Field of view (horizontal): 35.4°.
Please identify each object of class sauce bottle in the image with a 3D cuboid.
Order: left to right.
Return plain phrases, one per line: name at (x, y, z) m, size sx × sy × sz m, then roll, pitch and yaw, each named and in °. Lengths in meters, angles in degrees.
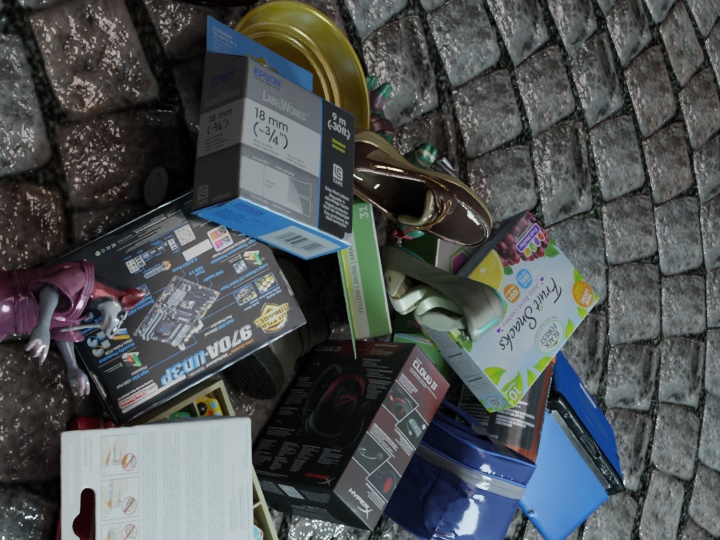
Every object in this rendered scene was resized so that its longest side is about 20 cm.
sauce bottle at (-0.122, -0.062, 1.125) m, size 0.200 × 0.065 × 0.065 m, roll 13°, pitch 79°, yaw -41°

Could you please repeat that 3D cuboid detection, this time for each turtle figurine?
turtle figurine at (0.047, -0.111, 1.235) m, size 0.101 × 0.150 × 0.200 m, roll -27°, pitch 83°, yaw -2°

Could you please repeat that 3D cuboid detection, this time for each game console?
game console at (0.257, 0.231, 1.510) m, size 0.200 × 0.118 × 0.171 m, roll 53°, pitch 24°, yaw -29°

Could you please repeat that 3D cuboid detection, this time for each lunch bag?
lunch bag at (0.082, 0.210, 1.225) m, size 0.136 × 0.200 × 0.132 m, roll 27°, pitch 88°, yaw -42°

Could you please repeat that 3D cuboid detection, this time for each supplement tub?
supplement tub at (0.179, 0.137, 1.377) m, size 0.107 × 0.107 × 0.200 m, roll 27°, pitch 70°, yaw -40°

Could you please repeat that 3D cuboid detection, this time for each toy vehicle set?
toy vehicle set at (-0.153, 0.220, 1.079) m, size 0.124 × 0.026 × 0.200 m, roll -29°, pitch 107°, yaw -44°

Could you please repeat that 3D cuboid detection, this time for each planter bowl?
planter bowl at (-0.088, -0.166, 1.147) m, size 0.200 × 0.083 × 0.201 m, roll 4°, pitch 85°, yaw -44°

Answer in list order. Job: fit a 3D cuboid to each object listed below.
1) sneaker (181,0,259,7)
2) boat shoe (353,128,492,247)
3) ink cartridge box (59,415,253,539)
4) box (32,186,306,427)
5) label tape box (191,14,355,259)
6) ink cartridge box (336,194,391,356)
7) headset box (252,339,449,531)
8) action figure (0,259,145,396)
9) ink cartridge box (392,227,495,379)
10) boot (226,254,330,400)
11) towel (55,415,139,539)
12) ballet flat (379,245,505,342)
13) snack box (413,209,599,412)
sneaker at (-0.174, -0.307, 1.076) m, size 0.200 × 0.073 × 0.085 m, roll 7°, pitch 86°, yaw -42°
boat shoe at (0.057, -0.068, 1.148) m, size 0.200 × 0.072 × 0.072 m, roll 32°, pitch 29°, yaw -29°
ink cartridge box at (-0.184, 0.214, 0.999) m, size 0.200 × 0.047 × 0.160 m, roll 2°, pitch 84°, yaw -43°
box at (-0.171, 0.023, 1.023) m, size 0.200 × 0.046 × 0.159 m, roll -29°, pitch 102°, yaw -16°
label tape box at (-0.074, -0.128, 1.026) m, size 0.144 × 0.063 × 0.200 m, roll 22°, pitch 62°, yaw -45°
ink cartridge box at (0.000, 0.000, 1.164) m, size 0.048 × 0.200 × 0.146 m, roll -10°, pitch 98°, yaw -3°
headset box at (-0.012, 0.154, 1.162) m, size 0.075 × 0.149 × 0.200 m, roll 51°, pitch 56°, yaw -31°
action figure at (-0.278, 0.024, 0.925) m, size 0.200 × 0.134 × 0.149 m, roll -8°, pitch 68°, yaw -19°
ink cartridge box at (0.098, 0.036, 1.335) m, size 0.104 × 0.059 × 0.200 m, roll 16°, pitch 77°, yaw -43°
boot at (-0.111, 0.021, 1.145) m, size 0.200 × 0.068 × 0.131 m, roll 62°, pitch 39°, yaw -22°
towel at (-0.195, 0.214, 1.070) m, size 0.200 × 0.022 × 0.145 m, roll 12°, pitch 78°, yaw -45°
ballet flat at (0.067, 0.024, 1.197) m, size 0.064 × 0.200 × 0.067 m, roll -42°, pitch 128°, yaw -21°
snack box at (0.172, 0.045, 1.301) m, size 0.142 × 0.053 × 0.200 m, roll 50°, pitch 57°, yaw -9°
